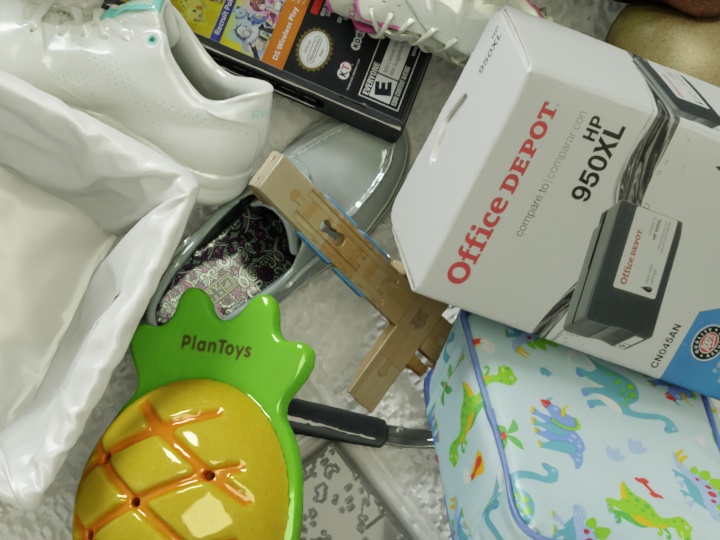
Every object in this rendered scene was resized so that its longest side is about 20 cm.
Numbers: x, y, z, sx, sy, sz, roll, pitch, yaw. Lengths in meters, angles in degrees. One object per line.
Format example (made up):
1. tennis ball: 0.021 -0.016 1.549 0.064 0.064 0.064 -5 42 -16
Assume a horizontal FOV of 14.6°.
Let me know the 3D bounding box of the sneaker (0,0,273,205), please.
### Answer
1. sneaker: -0.137 -0.120 1.524 0.200 0.089 0.075 27 36 0

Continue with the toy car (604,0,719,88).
1. toy car: 0.174 -0.130 1.596 0.164 0.158 0.201 -10 110 -20

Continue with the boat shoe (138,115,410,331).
1. boat shoe: -0.044 -0.021 1.561 0.201 0.072 0.070 -43 90 -13

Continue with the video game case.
1. video game case: -0.029 -0.194 1.592 0.180 0.026 0.200 23 69 -6

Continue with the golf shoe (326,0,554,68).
1. golf shoe: 0.036 -0.147 1.547 0.091 0.075 0.200 -39 78 -11

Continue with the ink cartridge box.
1. ink cartridge box: 0.137 -0.034 1.501 0.200 0.084 0.145 19 114 -18

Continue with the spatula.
1. spatula: 0.030 0.093 1.583 0.199 0.021 0.057 8 61 -4

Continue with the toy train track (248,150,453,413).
1. toy train track: 0.000 0.000 1.547 0.115 0.033 0.200 -54 129 -11

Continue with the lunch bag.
1. lunch bag: 0.124 0.109 1.512 0.160 0.083 0.200 10 38 -20

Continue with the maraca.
1. maraca: -0.087 0.108 1.475 0.137 0.107 0.201 6 80 27

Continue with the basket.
1. basket: -0.218 0.003 1.488 0.200 0.161 0.199 27 80 -5
